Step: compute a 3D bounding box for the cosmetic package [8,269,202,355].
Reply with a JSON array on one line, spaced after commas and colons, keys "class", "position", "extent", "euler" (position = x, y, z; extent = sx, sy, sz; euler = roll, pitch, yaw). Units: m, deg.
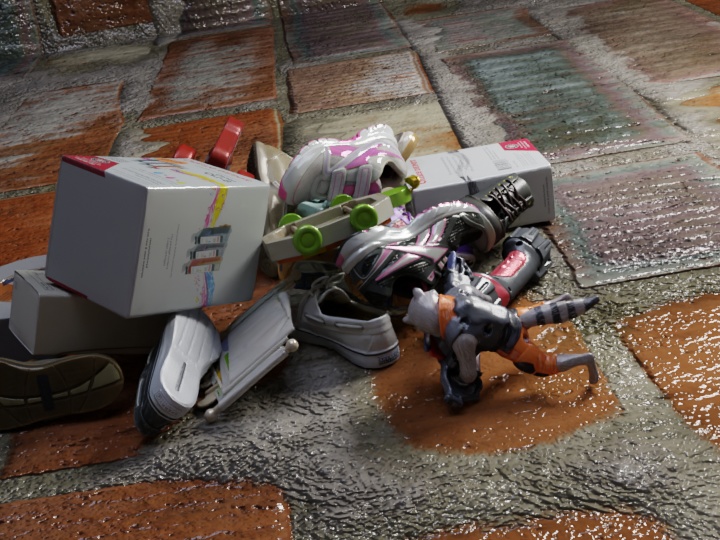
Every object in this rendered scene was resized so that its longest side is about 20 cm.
[{"class": "cosmetic package", "position": [-0.294, 0.048, 1.304], "extent": [0.198, 0.074, 0.103], "euler": [1, 15, -33]}]

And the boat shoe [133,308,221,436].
[{"class": "boat shoe", "position": [-0.207, 0.104, 1.221], "extent": [0.071, 0.072, 0.200], "euler": [-38, 14, 19]}]

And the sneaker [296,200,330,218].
[{"class": "sneaker", "position": [-0.050, -0.060, 1.544], "extent": [0.117, 0.075, 0.200], "euler": [8, 18, 19]}]

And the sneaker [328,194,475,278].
[{"class": "sneaker", "position": [0.051, -0.049, 1.409], "extent": [0.198, 0.084, 0.081], "euler": [17, -18, 6]}]

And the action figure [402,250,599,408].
[{"class": "action figure", "position": [0.138, 0.039, 1.166], "extent": [0.191, 0.105, 0.202], "euler": [5, 49, -12]}]

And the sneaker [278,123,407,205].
[{"class": "sneaker", "position": [-0.016, -0.128, 1.498], "extent": [0.198, 0.082, 0.088], "euler": [-24, 58, -26]}]

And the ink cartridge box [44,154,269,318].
[{"class": "ink cartridge box", "position": [-0.224, -0.044, 1.268], "extent": [0.144, 0.147, 0.199], "euler": [20, 15, 33]}]

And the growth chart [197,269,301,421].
[{"class": "growth chart", "position": [-0.122, 0.081, 1.248], "extent": [0.144, 0.018, 0.200], "euler": [-38, 21, 12]}]

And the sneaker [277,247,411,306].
[{"class": "sneaker", "position": [0.000, 0.000, 1.384], "extent": [0.198, 0.076, 0.088], "euler": [11, -1, 25]}]

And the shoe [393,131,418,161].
[{"class": "shoe", "position": [0.001, -0.143, 1.625], "extent": [0.199, 0.053, 0.070], "euler": [-36, 26, 31]}]

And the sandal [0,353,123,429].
[{"class": "sandal", "position": [-0.353, 0.126, 1.232], "extent": [0.197, 0.081, 0.054], "euler": [-6, 7, 1]}]

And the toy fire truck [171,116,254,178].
[{"class": "toy fire truck", "position": [-0.216, -0.102, 1.568], "extent": [0.111, 0.202, 0.168], "euler": [22, 23, -5]}]

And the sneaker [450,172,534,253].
[{"class": "sneaker", "position": [0.172, -0.083, 1.423], "extent": [0.106, 0.075, 0.200], "euler": [-36, 3, 1]}]

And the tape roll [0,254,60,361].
[{"class": "tape roll", "position": [-0.415, 0.046, 1.441], "extent": [0.197, 0.067, 0.201], "euler": [-7, 22, 3]}]

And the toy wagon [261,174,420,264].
[{"class": "toy wagon", "position": [-0.018, -0.060, 1.313], "extent": [0.198, 0.040, 0.155], "euler": [-20, 11, -7]}]

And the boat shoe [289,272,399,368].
[{"class": "boat shoe", "position": [-0.034, 0.042, 1.291], "extent": [0.074, 0.087, 0.201], "euler": [-22, 27, -30]}]

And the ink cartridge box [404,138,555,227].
[{"class": "ink cartridge box", "position": [0.160, -0.114, 1.588], "extent": [0.197, 0.084, 0.146], "euler": [-10, 23, -2]}]

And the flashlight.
[{"class": "flashlight", "position": [0.164, 0.005, 1.334], "extent": [0.067, 0.068, 0.200], "euler": [10, 30, 27]}]

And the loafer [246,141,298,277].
[{"class": "loafer", "position": [-0.113, -0.087, 1.532], "extent": [0.067, 0.202, 0.076], "euler": [0, -23, -16]}]

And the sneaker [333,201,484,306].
[{"class": "sneaker", "position": [0.065, -0.010, 1.277], "extent": [0.198, 0.087, 0.080], "euler": [-20, -17, -30]}]
